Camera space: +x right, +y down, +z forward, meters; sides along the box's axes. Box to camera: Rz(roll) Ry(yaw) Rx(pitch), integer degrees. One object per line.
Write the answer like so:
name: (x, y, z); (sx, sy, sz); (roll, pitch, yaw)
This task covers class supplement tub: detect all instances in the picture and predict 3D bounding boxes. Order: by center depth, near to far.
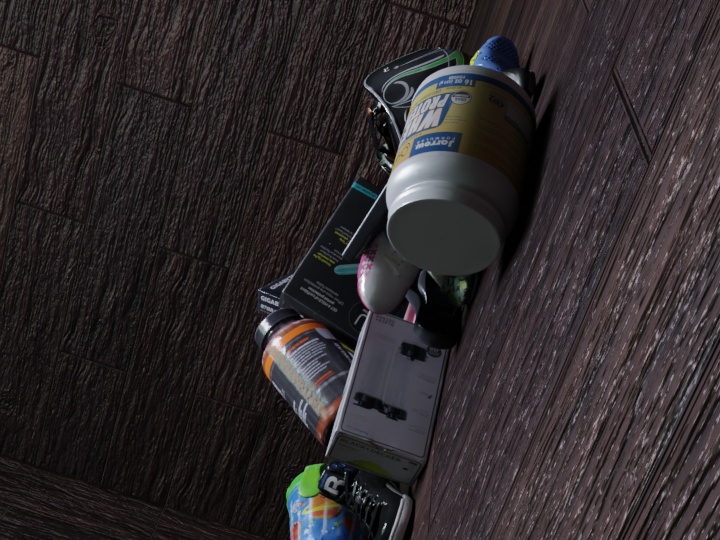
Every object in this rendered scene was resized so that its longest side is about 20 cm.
supplement tub: (0.109, -0.109, 1.261); (0.145, 0.144, 0.200); (109, 178, -53)
supplement tub: (-0.060, 0.137, 1.540); (0.107, 0.200, 0.107); (-27, -36, -22)

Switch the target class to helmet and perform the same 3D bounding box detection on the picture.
helmet: (0.113, -0.229, 1.689); (0.200, 0.190, 0.200); (60, 164, 29)

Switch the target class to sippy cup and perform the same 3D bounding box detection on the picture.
sippy cup: (-0.044, 0.373, 1.657); (0.140, 0.178, 0.130); (-44, 22, 29)

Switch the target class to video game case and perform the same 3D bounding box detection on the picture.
video game case: (0.040, -0.091, 1.443); (0.143, 0.019, 0.200); (-57, -2, 17)

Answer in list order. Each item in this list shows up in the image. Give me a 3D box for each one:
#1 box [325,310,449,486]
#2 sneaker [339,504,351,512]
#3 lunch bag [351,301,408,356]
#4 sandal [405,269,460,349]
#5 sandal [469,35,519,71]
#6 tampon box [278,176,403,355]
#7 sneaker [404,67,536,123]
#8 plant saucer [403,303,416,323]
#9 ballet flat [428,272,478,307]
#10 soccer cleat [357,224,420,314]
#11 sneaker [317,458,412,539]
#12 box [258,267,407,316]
box: (0.037, 0.154, 1.428); (0.060, 0.116, 0.200); (113, 174, -47)
sneaker: (0.014, 0.257, 1.549); (0.067, 0.090, 0.201); (-73, 1, -54)
lunch bag: (0.021, 0.120, 1.912); (0.200, 0.082, 0.161); (-36, -41, -53)
sandal: (0.099, 0.036, 1.483); (0.200, 0.076, 0.043); (-101, 26, -65)
sandal: (0.185, -0.239, 1.565); (0.087, 0.079, 0.200); (135, 151, -58)
tampon box: (0.000, 0.000, 1.632); (0.200, 0.150, 0.126); (-57, -1, -13)
sneaker: (0.133, -0.206, 1.451); (0.200, 0.090, 0.070); (-18, 67, 57)
plant saucer: (0.084, 0.098, 1.637); (0.201, 0.051, 0.201); (-162, 90, -89)
ballet flat: (0.114, -0.015, 1.482); (0.200, 0.074, 0.074); (-77, 4, -67)
soccer cleat: (0.056, -0.036, 1.431); (0.086, 0.070, 0.200); (-41, 18, 49)
sneaker: (0.000, 0.279, 1.392); (0.200, 0.112, 0.073); (-81, 8, -81)
box: (-0.040, 0.039, 1.832); (0.200, 0.159, 0.046); (-30, -48, -49)
